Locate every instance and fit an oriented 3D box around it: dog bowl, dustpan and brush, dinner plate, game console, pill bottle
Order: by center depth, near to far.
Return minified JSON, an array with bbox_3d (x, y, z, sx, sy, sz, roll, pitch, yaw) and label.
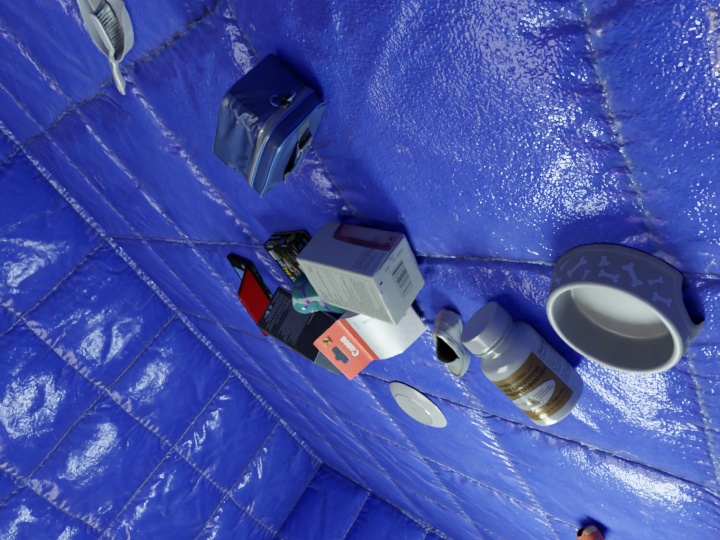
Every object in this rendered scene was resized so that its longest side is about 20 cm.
[{"bbox_3d":[0.342,0.059,0.698,0.197,0.059,0.202,32,154,18],"label":"dog bowl"},{"bbox_3d":[0.268,0.153,0.880,0.199,0.115,0.114,43,154,-6],"label":"pill bottle"},{"bbox_3d":[-0.490,-0.444,1.027,0.137,0.058,0.202,30,153,20],"label":"dustpan and brush"},{"bbox_3d":[0.162,0.399,1.519,0.197,0.024,0.202,31,152,19],"label":"dinner plate"},{"bbox_3d":[-0.343,0.074,1.578,0.169,0.119,0.203,19,147,35],"label":"game console"}]

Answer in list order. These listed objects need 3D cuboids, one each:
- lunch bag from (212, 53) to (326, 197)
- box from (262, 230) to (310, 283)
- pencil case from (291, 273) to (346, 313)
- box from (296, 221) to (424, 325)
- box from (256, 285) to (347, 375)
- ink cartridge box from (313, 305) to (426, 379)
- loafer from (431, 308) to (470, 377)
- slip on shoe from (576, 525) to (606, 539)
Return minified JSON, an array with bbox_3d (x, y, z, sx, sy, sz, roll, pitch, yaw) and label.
[{"bbox_3d":[-0.136,-0.219,0.816,0.132,0.137,0.200,40,153,-4],"label":"lunch bag"},{"bbox_3d":[-0.128,-0.002,1.249,0.158,0.050,0.201,3,136,55],"label":"box"},{"bbox_3d":[-0.048,0.056,1.129,0.195,0.085,0.095,4,122,24],"label":"pencil case"},{"bbox_3d":[0.000,0.000,0.965,0.197,0.110,0.129,14,145,41],"label":"box"},{"bbox_3d":[-0.132,0.159,1.363,0.193,0.126,0.200,25,170,24],"label":"box"},{"bbox_3d":[0.025,0.131,1.062,0.057,0.200,0.163,38,171,49],"label":"ink cartridge box"},{"bbox_3d":[0.180,0.161,1.063,0.069,0.070,0.202,19,147,35],"label":"loafer"},{"bbox_3d":[0.605,0.717,1.384,0.202,0.072,0.062,71,175,-56],"label":"slip on shoe"}]
